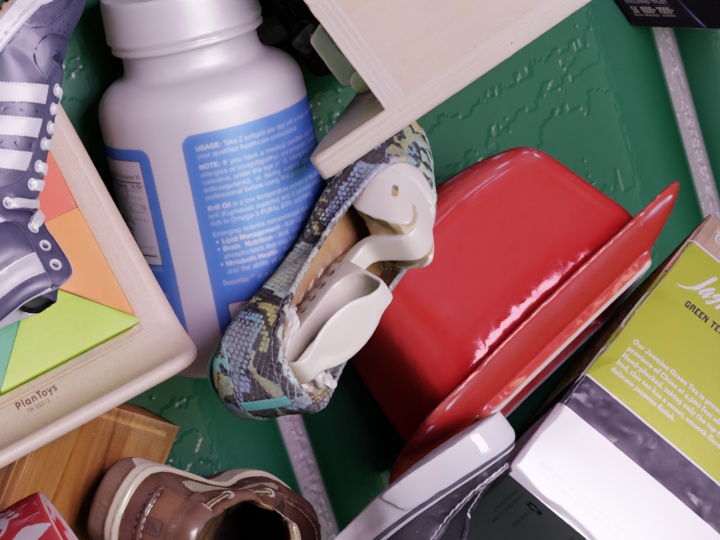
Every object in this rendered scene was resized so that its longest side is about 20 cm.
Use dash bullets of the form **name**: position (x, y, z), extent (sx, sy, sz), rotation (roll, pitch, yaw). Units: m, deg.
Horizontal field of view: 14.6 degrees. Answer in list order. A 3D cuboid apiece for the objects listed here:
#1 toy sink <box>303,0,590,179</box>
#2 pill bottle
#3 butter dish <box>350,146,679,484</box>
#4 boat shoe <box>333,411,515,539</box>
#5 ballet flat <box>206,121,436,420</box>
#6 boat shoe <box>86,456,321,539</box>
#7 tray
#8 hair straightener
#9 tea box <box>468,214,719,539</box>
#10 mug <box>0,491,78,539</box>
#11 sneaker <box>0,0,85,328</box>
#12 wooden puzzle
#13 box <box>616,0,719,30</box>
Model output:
- **toy sink**: position (0.036, -0.159, 1.414), extent (0.112, 0.200, 0.130), rotation (52, 27, -9)
- **pill bottle**: position (-0.075, -0.054, 1.480), extent (0.112, 0.112, 0.201), rotation (-21, 108, -31)
- **butter dish**: position (0.056, 0.001, 1.558), extent (0.199, 0.200, 0.148), rotation (-43, 84, -14)
- **boat shoe**: position (0.028, 0.149, 1.481), extent (0.068, 0.200, 0.072), rotation (49, 35, 7)
- **ballet flat**: position (0.000, 0.000, 1.433), extent (0.074, 0.074, 0.200), rotation (49, 59, -29)
- **boat shoe**: position (-0.065, 0.147, 1.492), extent (0.202, 0.075, 0.075), rotation (13, 95, -62)
- **tray**: position (-0.174, 0.159, 1.456), extent (0.098, 0.037, 0.201), rotation (21, 91, -47)
- **hair straightener**: position (-0.032, -0.155, 1.462), extent (0.041, 0.077, 0.200), rotation (-27, 152, -2)
- **tea box**: position (0.166, 0.105, 1.594), extent (0.133, 0.200, 0.197), rotation (40, 69, 2)
- **mug**: position (-0.221, 0.187, 1.346), extent (0.199, 0.133, 0.178), rotation (-32, 98, -3)
- **sneaker**: position (-0.166, -0.052, 1.364), extent (0.108, 0.070, 0.200), rotation (36, 70, -6)
- **wooden puzzle**: position (-0.199, -0.004, 1.393), extent (0.185, 0.037, 0.201), rotation (-28, 83, -29)
- **box**: position (0.249, -0.238, 1.654), extent (0.200, 0.163, 0.086), rotation (-48, 120, -20)
